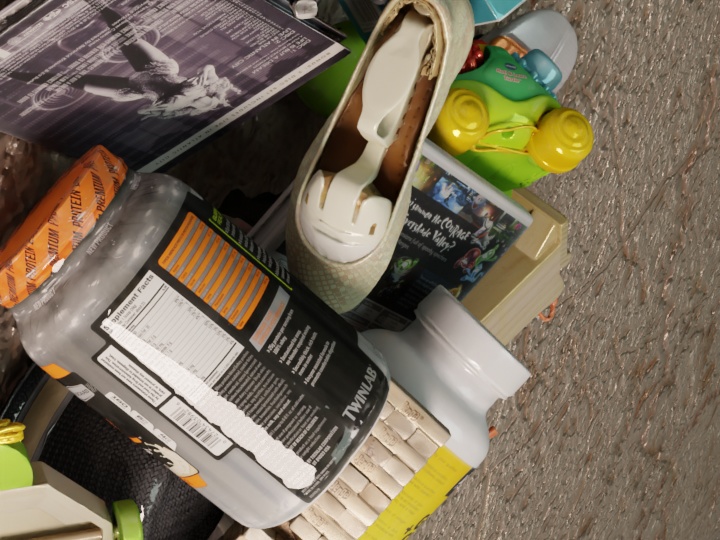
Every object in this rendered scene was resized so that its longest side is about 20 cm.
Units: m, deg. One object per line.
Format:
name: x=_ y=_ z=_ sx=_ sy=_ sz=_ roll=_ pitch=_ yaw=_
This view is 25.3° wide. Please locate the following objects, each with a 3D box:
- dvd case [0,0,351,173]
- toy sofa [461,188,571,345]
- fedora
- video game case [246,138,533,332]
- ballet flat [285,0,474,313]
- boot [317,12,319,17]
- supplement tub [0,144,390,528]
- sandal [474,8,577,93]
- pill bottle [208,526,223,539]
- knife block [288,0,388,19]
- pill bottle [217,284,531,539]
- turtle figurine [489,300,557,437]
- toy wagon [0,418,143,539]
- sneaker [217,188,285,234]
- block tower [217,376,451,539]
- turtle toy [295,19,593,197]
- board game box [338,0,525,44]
dvd case: x=-0.111 y=-0.106 z=0.820 sx=0.149 sy=0.016 sz=0.200 roll=-30 pitch=159 yaw=20
toy sofa: x=0.063 y=0.026 z=1.192 sx=0.200 sy=0.083 sz=0.098 roll=-43 pitch=153 yaw=-19
fedora: x=-0.136 y=0.121 z=0.939 sx=0.201 sy=0.092 sz=0.201 roll=-38 pitch=138 yaw=-44
video game case: x=0.000 y=0.000 z=0.993 sx=0.182 sy=0.023 sz=0.200 roll=-48 pitch=145 yaw=10
ballet flat: x=0.001 y=-0.066 z=0.861 sx=0.062 sy=0.067 sz=0.200 roll=-36 pitch=148 yaw=-72
boot: x=-0.087 y=-0.156 z=0.871 sx=0.200 sy=0.073 sz=0.151 roll=-57 pitch=150 yaw=-38
supplement tub: x=-0.092 y=0.034 z=0.845 sx=0.200 sy=0.123 sz=0.123 roll=42 pitch=65 yaw=-15
sandal: x=0.071 y=-0.122 z=1.189 sx=0.207 sy=0.059 sz=0.079 roll=-45 pitch=132 yaw=-2
pill bottle: x=-0.051 y=0.190 z=1.111 sx=0.113 sy=0.113 sz=0.200 roll=26 pitch=85 yaw=-62
knife block: x=-0.003 y=-0.185 z=0.867 sx=0.200 sy=0.064 sz=0.176 roll=71 pitch=21 yaw=-69
pill bottle: x=0.009 y=0.108 z=0.996 sx=0.200 sy=0.112 sz=0.112 roll=-46 pitch=150 yaw=3
turtle figurine: x=0.083 y=0.051 z=1.305 sx=0.200 sy=0.064 sz=0.161 roll=-59 pitch=143 yaw=-1
toy wagon: x=-0.193 y=0.155 z=0.846 sx=0.155 sy=0.040 sz=0.200 roll=-7 pitch=119 yaw=-19
sneaker: x=-0.039 y=-0.006 z=1.045 sx=0.200 sy=0.074 sz=0.087 roll=14 pitch=102 yaw=-57
block tower: x=-0.035 y=0.145 z=0.915 sx=0.200 sy=0.054 sz=0.058 roll=-48 pitch=-173 yaw=5
turtle toy: x=0.050 y=-0.104 z=1.044 sx=0.200 sy=0.146 sz=0.101 roll=9 pitch=69 yaw=-23
board game box: x=0.099 y=-0.212 z=0.953 sx=0.200 sy=0.151 sz=0.047 roll=-40 pitch=109 yaw=-21
